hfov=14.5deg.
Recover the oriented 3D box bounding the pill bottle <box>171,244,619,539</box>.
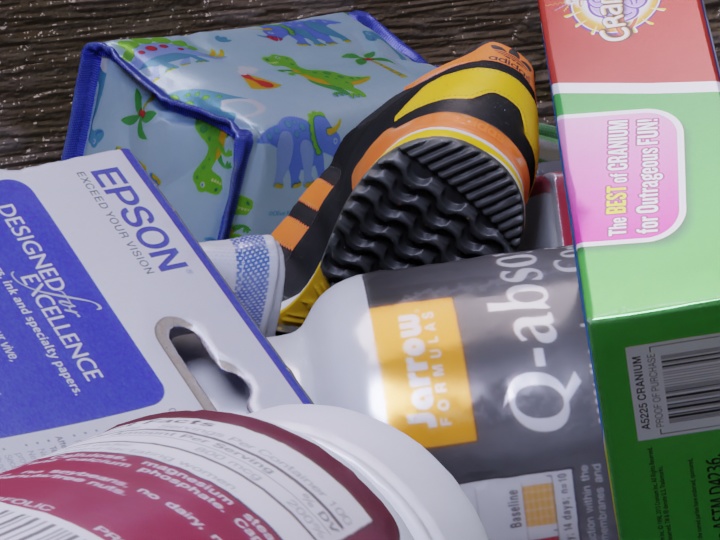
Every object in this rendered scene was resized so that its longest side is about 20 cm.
[{"bbox_3d":[0.046,0.053,0.879,0.200,0.116,0.116,-8,5,-3],"label":"pill bottle"}]

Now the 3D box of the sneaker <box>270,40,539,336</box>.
[{"bbox_3d":[0.000,0.000,0.983,0.200,0.070,0.090,-46,13,40],"label":"sneaker"}]

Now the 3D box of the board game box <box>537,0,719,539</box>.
[{"bbox_3d":[0.076,0.003,0.723,0.040,0.153,0.200,-9,38,4],"label":"board game box"}]

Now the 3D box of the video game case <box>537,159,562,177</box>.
[{"bbox_3d":[0.116,0.007,1.203,0.181,0.026,0.200,-10,-29,-21],"label":"video game case"}]

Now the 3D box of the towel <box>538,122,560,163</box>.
[{"bbox_3d":[0.013,0.010,1.177,0.200,0.023,0.153,-45,-23,21],"label":"towel"}]

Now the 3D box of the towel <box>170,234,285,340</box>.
[{"bbox_3d":[-0.124,0.051,0.918,0.200,0.024,0.147,-9,-38,-19],"label":"towel"}]

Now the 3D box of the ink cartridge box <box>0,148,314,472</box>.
[{"bbox_3d":[-0.105,0.058,0.783,0.200,0.198,0.047,-9,-39,-39],"label":"ink cartridge box"}]

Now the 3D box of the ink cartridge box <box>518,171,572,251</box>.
[{"bbox_3d":[0.110,0.019,1.055,0.200,0.083,0.145,-1,-12,-34],"label":"ink cartridge box"}]

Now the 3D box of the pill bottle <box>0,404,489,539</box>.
[{"bbox_3d":[-0.050,0.093,0.602,0.114,0.114,0.200,-5,6,25],"label":"pill bottle"}]

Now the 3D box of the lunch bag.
[{"bbox_3d":[-0.048,-0.003,1.243,0.170,0.200,0.127,-12,33,-43],"label":"lunch bag"}]
